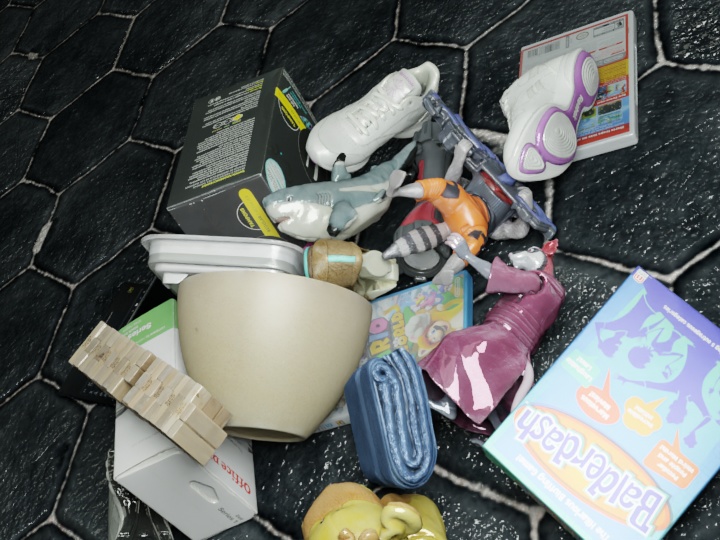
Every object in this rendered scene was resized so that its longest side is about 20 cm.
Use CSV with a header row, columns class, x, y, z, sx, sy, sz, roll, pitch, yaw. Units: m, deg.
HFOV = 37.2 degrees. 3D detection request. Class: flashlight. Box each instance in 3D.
class,x,y,z,sx,sy,sz,roll,pitch,yaw
flashlight,0.074,-0.081,1.198,0.066,0.069,0.202,0,46,6

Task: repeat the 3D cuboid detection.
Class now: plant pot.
class,x,y,z,sx,sy,sz,roll,pitch,yaw
plant pot,-0.090,0.094,1.056,0.197,0.199,0.137,-7,69,34

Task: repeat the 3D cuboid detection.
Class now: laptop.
class,x,y,z,sx,sy,sz,roll,pitch,yaw
laptop,-0.305,0.067,1.331,0.198,0.104,0.179,4,56,41

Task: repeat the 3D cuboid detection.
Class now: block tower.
class,x,y,z,sx,sy,sz,roll,pitch,yaw
block tower,-0.199,0.113,1.013,0.199,0.058,0.054,24,69,44

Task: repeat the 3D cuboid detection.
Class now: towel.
class,x,y,z,sx,sy,sz,roll,pitch,yaw
towel,0.027,0.133,0.936,0.048,0.200,0.114,-10,81,-10

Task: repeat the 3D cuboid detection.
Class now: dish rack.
class,x,y,z,sx,sy,sz,roll,pitch,yaw
dish rack,-0.130,0.017,1.123,0.168,0.200,0.044,2,73,8

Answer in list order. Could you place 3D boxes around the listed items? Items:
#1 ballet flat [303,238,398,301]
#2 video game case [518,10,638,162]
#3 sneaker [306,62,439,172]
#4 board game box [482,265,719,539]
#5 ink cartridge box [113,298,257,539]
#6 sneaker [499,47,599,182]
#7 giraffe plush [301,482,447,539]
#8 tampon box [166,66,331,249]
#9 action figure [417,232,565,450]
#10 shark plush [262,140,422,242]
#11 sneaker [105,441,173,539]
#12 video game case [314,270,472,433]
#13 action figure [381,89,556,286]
class,x,y,z,sx,sy,sz,roll,pitch,yaw
ballet flat,0.000,0.000,1.106,0.071,0.200,0.069,-5,81,12
video game case,0.242,-0.201,1.202,0.141,0.017,0.203,-14,46,29
sneaker,0.015,-0.186,1.245,0.199,0.100,0.075,-34,71,-34
board game box,0.218,0.121,0.857,0.152,0.045,0.200,39,82,22
ink cartridge box,-0.182,0.156,1.115,0.083,0.146,0.202,-27,41,15
sneaker,0.186,-0.157,1.137,0.098,0.076,0.201,-7,35,39
giraffe plush,0.006,0.244,0.869,0.199,0.163,0.173,23,69,48
tampon box,-0.119,-0.104,1.243,0.124,0.151,0.202,-16,42,20
action figure,0.135,0.054,0.964,0.148,0.134,0.202,20,70,46
shark plush,-0.006,-0.093,1.144,0.199,0.091,0.084,-37,80,-15
sneaker,-0.230,0.278,1.113,0.072,0.080,0.203,1,57,-12
video game case,0.025,0.086,1.114,0.197,0.018,0.145,-19,45,26
action figure,0.094,-0.080,1.102,0.201,0.192,0.105,53,129,14
